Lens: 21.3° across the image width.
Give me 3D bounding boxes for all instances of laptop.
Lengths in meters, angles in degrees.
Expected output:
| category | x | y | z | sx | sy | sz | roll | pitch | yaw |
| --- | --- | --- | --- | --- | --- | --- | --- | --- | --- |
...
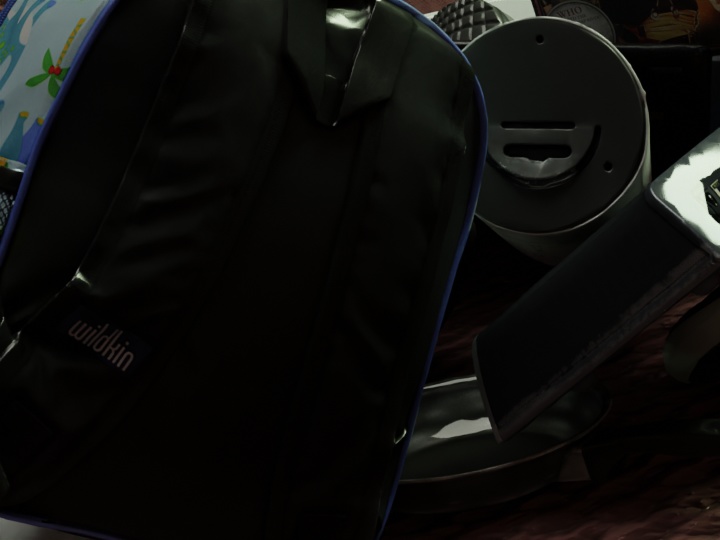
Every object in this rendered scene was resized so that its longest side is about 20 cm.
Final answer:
| category | x | y | z | sx | sy | sz | roll | pitch | yaw |
| --- | --- | --- | --- | --- | --- | --- | --- | --- | --- |
| laptop | 0.087 | -0.070 | 0.993 | 0.186 | 0.201 | 0.116 | 2 | 44 | 10 |

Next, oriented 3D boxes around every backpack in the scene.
| category | x | y | z | sx | sy | sz | roll | pitch | yaw |
| --- | --- | --- | --- | --- | --- | --- | --- | --- | --- |
| backpack | -0.065 | -0.012 | 0.659 | 0.182 | 0.201 | 0.147 | 21 | -1 | -33 |

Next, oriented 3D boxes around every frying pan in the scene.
| category | x | y | z | sx | sy | sz | roll | pitch | yaw |
| --- | --- | --- | --- | --- | --- | --- | --- | --- | --- |
| frying pan | 0.074 | 0.060 | 0.713 | 0.189 | 0.031 | 0.115 | -6 | 15 | 23 |

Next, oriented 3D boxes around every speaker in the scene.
| category | x | y | z | sx | sy | sz | roll | pitch | yaw |
| --- | --- | --- | --- | --- | --- | --- | --- | --- | --- |
| speaker | 0.078 | -0.046 | 0.777 | 0.081 | 0.082 | 0.200 | -12 | -5 | 9 |

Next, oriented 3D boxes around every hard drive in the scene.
| category | x | y | z | sx | sy | sz | roll | pitch | yaw |
| --- | --- | --- | --- | --- | --- | --- | --- | --- | --- |
| hard drive | 0.126 | -0.017 | 0.711 | 0.200 | 0.042 | 0.135 | -31 | -10 | -50 |

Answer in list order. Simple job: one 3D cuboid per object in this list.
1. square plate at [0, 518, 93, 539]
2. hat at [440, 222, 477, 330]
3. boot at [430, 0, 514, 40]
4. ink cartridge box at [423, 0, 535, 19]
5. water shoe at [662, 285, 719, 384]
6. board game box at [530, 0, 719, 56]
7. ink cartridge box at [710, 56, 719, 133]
| category | x | y | z | sx | sy | sz | roll | pitch | yaw |
| --- | --- | --- | --- | --- | --- | --- | --- | --- | --- |
| square plate | -0.170 | 0.082 | 0.761 | 0.199 | 0.029 | 0.199 | -12 | 32 | 3 |
| hat | 0.000 | 0.000 | 0.885 | 0.081 | 0.202 | 0.200 | 26 | -12 | -32 |
| boot | 0.084 | -0.085 | 1.069 | 0.131 | 0.070 | 0.200 | 19 | -13 | -16 |
| ink cartridge box | 0.108 | -0.111 | 1.208 | 0.199 | 0.084 | 0.145 | -10 | -18 | 18 |
| water shoe | 0.190 | 0.014 | 0.709 | 0.071 | 0.079 | 0.200 | -34 | -5 | -38 |
| board game box | 0.164 | -0.165 | 0.861 | 0.199 | 0.136 | 0.035 | -5 | 31 | 30 |
| ink cartridge box | 0.188 | -0.107 | 0.991 | 0.043 | 0.201 | 0.198 | -43 | 23 | -27 |
